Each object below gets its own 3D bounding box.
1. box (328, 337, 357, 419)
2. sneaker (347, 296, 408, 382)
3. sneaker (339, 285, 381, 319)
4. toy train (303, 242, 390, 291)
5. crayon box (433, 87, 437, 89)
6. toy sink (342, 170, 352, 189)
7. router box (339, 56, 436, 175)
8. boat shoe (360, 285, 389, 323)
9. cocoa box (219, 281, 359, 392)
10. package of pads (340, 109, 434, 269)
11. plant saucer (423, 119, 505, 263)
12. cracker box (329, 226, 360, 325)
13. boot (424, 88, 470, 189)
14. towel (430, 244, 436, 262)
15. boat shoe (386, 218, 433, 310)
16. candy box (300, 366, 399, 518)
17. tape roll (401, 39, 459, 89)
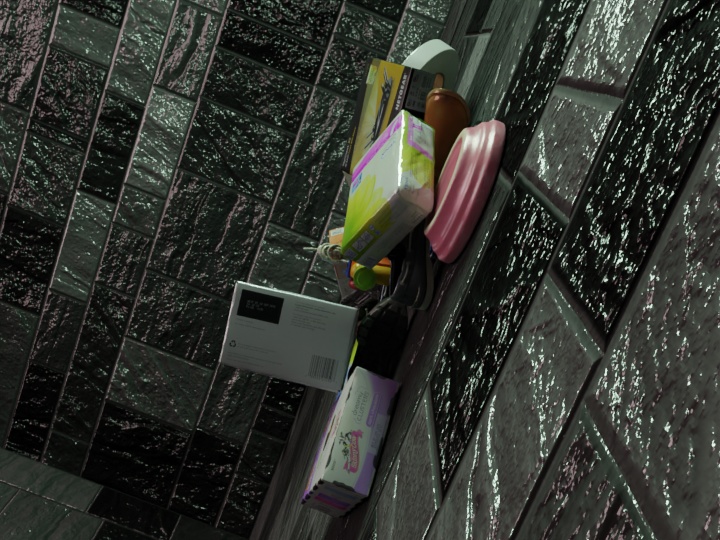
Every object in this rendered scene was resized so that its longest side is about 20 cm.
[{"bbox_3d":[-0.002,0.188,1.537,0.122,0.047,0.203,119,171,-73],"label":"box"},{"bbox_3d":[0.026,0.113,1.337,0.080,0.074,0.202,-70,3,-56],"label":"sneaker"},{"bbox_3d":[0.033,0.050,1.566,0.199,0.061,0.103,-32,-17,33],"label":"sneaker"},{"bbox_3d":[0.000,0.000,1.334,0.116,0.196,0.086,-92,12,-75],"label":"toy train"},{"bbox_3d":[0.113,-0.267,1.501,0.128,0.051,0.200,-54,-18,8],"label":"crayon box"},{"bbox_3d":[0.055,-0.183,1.633,0.111,0.132,0.200,-24,5,17],"label":"toy sink"},{"bbox_3d":[0.042,-0.245,1.376,0.157,0.051,0.203,35,114,57],"label":"router box"},{"bbox_3d":[0.033,0.090,1.434,0.075,0.061,0.203,-92,22,-80],"label":"boat shoe"},{"bbox_3d":[-0.109,0.108,1.314,0.131,0.196,0.136,87,-165,-83],"label":"cocoa box"},{"bbox_3d":[0.044,-0.121,1.199,0.154,0.068,0.202,-44,28,39],"label":"package of pads"},{"bbox_3d":[0.135,-0.112,1.114,0.201,0.050,0.204,-159,89,-86],"label":"plant saucer"},{"bbox_3d":[-0.018,0.020,1.767,0.134,0.057,0.203,-98,-7,-71],"label":"cracker box"},{"bbox_3d":[0.115,-0.172,1.288,0.201,0.073,0.157,84,-155,-62],"label":"boot"},{"bbox_3d":[0.132,-0.099,1.314,0.145,0.023,0.202,-76,7,-67],"label":"towel"},{"bbox_3d":[0.066,-0.036,1.217,0.073,0.061,0.203,121,151,-53],"label":"boat shoe"},{"bbox_3d":[-0.017,0.257,1.202,0.200,0.070,0.170,116,174,-63],"label":"candy box"},{"bbox_3d":[0.108,-0.327,1.514,0.203,0.037,0.204,-45,-20,-21],"label":"tape roll"}]
